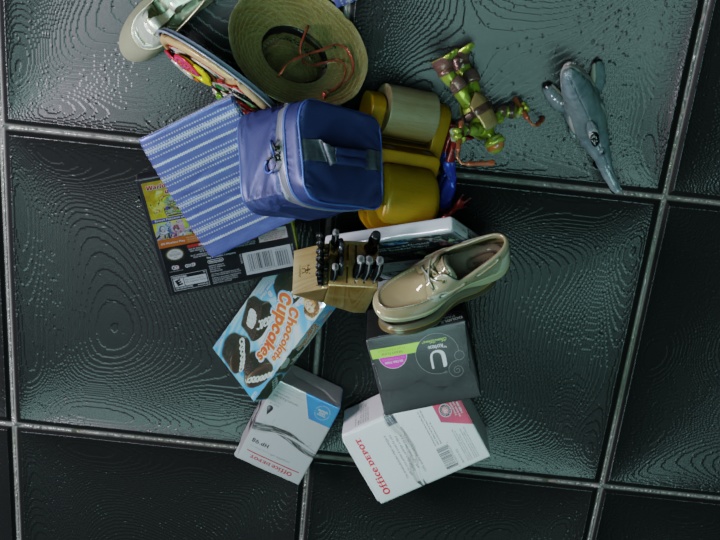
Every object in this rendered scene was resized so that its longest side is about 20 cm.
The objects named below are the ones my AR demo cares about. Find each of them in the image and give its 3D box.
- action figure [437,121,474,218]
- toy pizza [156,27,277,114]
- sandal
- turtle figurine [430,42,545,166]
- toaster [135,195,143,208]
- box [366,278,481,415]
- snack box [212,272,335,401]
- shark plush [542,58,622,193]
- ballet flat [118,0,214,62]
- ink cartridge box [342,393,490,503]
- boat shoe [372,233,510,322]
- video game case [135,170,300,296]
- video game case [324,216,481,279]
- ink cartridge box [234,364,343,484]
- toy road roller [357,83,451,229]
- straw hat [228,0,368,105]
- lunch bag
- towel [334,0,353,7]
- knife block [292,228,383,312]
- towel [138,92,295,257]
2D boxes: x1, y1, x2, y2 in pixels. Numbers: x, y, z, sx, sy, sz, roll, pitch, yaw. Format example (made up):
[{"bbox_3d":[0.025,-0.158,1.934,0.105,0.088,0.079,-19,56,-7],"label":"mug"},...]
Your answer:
[{"bbox_3d":[0.124,-0.109,1.540,0.051,0.066,0.203,7,118,-15],"label":"action figure"},{"bbox_3d":[-0.193,-0.253,1.422,0.199,0.200,0.032,34,88,-12],"label":"toy pizza"},{"bbox_3d":[0.103,0.028,1.472,0.198,0.080,0.055,-27,117,-24],"label":"sandal"},{"bbox_3d":[0.165,-0.228,1.469,0.064,0.198,0.164,-24,94,53],"label":"turtle figurine"},{"bbox_3d":[-0.222,-0.054,1.552,0.196,0.114,0.132,-7,116,1],"label":"toaster"},{"bbox_3d":[0.091,0.096,1.558,0.145,0.201,0.126,-12,113,7],"label":"box"},{"bbox_3d":[-0.131,0.085,1.617,0.116,0.037,0.201,47,112,24],"label":"snack box"},{"bbox_3d":[0.312,-0.196,1.487,0.089,0.084,0.204,-11,112,7],"label":"shark plush"},{"bbox_3d":[-0.261,-0.354,1.450,0.199,0.070,0.070,-39,107,17],"label":"ballet flat"},{"bbox_3d":[0.087,0.258,1.691,0.197,0.085,0.146,-26,110,11],"label":"ink cartridge box"},{"bbox_3d":[0.106,0.004,1.408,0.197,0.073,0.065,-21,153,-4],"label":"boat shoe"},{"bbox_3d":[-0.191,-0.066,1.472,0.196,0.026,0.184,-11,119,0],"label":"video game case"},{"bbox_3d":[0.078,-0.029,1.503,0.197,0.181,0.024,-7,73,29],"label":"video game case"},{"bbox_3d":[-0.121,0.260,1.708,0.114,0.067,0.202,24,112,-9],"label":"ink cartridge box"},{"bbox_3d":[0.059,-0.142,1.474,0.121,0.146,0.204,6,113,-22],"label":"toy road roller"},{"bbox_3d":[-0.095,-0.285,1.458,0.198,0.204,0.085,27,152,-10],"label":"straw hat"},{"bbox_3d":[-0.059,-0.143,1.365,0.130,0.198,0.139,-8,85,35],"label":"lunch bag"},{"bbox_3d":[0.030,-0.457,1.416,0.197,0.024,0.147,-21,113,12],"label":"towel"},{"bbox_3d":[0.000,0.000,1.446,0.173,0.065,0.198,-10,161,38],"label":"knife block"},{"bbox_3d":[-0.183,-0.122,1.413,0.143,0.024,0.202,-23,120,9],"label":"towel"}]
